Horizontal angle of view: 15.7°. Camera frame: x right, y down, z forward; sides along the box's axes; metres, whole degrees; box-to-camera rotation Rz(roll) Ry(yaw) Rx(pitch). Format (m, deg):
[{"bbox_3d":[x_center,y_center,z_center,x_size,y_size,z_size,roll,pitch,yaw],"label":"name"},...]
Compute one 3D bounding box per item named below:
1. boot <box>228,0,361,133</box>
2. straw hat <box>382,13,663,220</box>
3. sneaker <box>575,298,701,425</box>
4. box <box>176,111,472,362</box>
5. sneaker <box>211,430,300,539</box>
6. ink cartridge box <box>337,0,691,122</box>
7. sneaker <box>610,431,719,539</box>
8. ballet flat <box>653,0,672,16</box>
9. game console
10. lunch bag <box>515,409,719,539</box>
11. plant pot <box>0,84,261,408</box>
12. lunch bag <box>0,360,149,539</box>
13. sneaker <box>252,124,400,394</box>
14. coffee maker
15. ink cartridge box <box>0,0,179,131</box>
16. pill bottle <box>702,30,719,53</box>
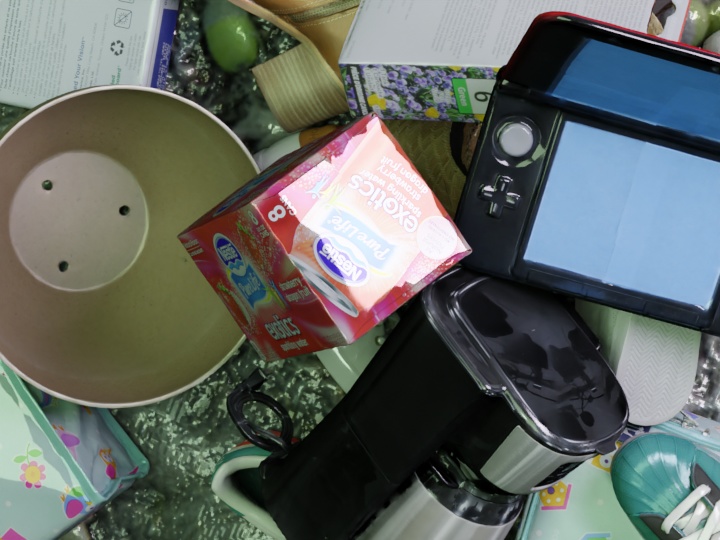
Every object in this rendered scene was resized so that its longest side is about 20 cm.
[{"bbox_3d":[-0.019,-0.203,1.649,0.154,0.074,0.200,-26,96,13],"label":"boot"},{"bbox_3d":[0.105,-0.082,1.601,0.200,0.085,0.202,-7,65,15],"label":"straw hat"},{"bbox_3d":[0.175,-0.021,1.565,0.073,0.116,0.201,9,111,-17],"label":"sneaker"},{"bbox_3d":[-0.026,-0.016,1.520,0.095,0.200,0.100,-36,96,-16],"label":"box"},{"bbox_3d":[-0.008,0.166,1.653,0.199,0.093,0.070,26,101,15],"label":"sneaker"},{"bbox_3d":[0.097,-0.138,1.533,0.199,0.109,0.050,4,137,19],"label":"ink cartridge box"},{"bbox_3d":[0.226,0.174,1.515,0.071,0.080,0.200,-44,93,4],"label":"sneaker"},{"bbox_3d":[0.184,-0.194,1.603,0.200,0.046,0.067,-21,109,23],"label":"ballet flat"},{"bbox_3d":[0.165,-0.047,1.430,0.199,0.119,0.173,15,105,-4],"label":"game console"},{"bbox_3d":[0.177,0.179,1.603,0.160,0.077,0.201,19,99,16],"label":"lunch bag"},{"bbox_3d":[-0.168,-0.023,1.658,0.200,0.134,0.201,-3,99,-18],"label":"plant pot"},{"bbox_3d":[-0.267,0.104,1.720,0.170,0.122,0.200,-37,88,17],"label":"lunch bag"},{"bbox_3d":[0.000,0.000,1.652,0.085,0.073,0.200,-28,83,20],"label":"sneaker"},{"bbox_3d":[0.033,0.087,1.537,0.192,0.135,0.200,37,125,-1],"label":"coffee maker"},{"bbox_3d":[-0.213,-0.207,1.725,0.199,0.043,0.197,13,98,19],"label":"ink cartridge box"},{"bbox_3d":[0.284,-0.061,1.538,0.111,0.111,0.201,-20,87,18],"label":"pill bottle"}]
